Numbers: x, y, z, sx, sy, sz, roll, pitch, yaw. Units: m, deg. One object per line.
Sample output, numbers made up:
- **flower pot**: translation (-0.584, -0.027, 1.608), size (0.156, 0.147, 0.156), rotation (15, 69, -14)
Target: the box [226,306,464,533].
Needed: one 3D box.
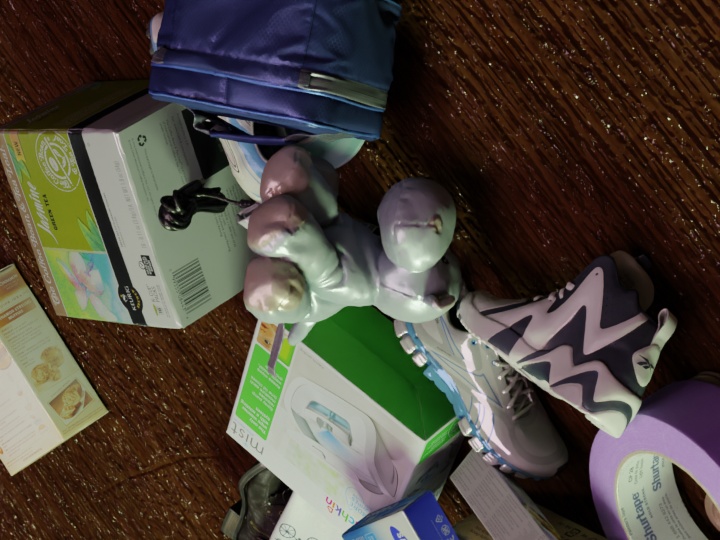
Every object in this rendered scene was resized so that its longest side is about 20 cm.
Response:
- **box**: translation (-0.009, 0.132, 1.657), size (0.200, 0.096, 0.177), rotation (38, 135, 19)

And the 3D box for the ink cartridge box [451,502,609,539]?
- **ink cartridge box**: translation (0.175, 0.297, 1.541), size (0.200, 0.075, 0.166), rotation (16, 130, 65)

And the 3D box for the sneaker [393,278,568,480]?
- **sneaker**: translation (0.113, 0.088, 1.524), size (0.200, 0.075, 0.087), rotation (50, 134, 8)

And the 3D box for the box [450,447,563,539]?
- **box**: translation (0.128, 0.209, 1.484), size (0.039, 0.042, 0.200), rotation (37, -175, -24)

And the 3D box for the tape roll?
- **tape roll**: translation (0.269, 0.190, 1.401), size (0.200, 0.065, 0.201), rotation (40, 144, 37)

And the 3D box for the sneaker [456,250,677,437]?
- **sneaker**: translation (0.171, 0.032, 1.417), size (0.079, 0.130, 0.199), rotation (38, 178, -35)

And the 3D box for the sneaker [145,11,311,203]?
- **sneaker**: translation (-0.113, -0.151, 1.565), size (0.072, 0.072, 0.201), rotation (-41, 81, 28)

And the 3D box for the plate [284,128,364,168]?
- **plate**: translation (-0.071, -0.176, 1.570), size (0.199, 0.026, 0.202), rotation (26, 131, 33)

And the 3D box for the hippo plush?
- **hippo plush**: translation (0.000, 0.000, 1.448), size (0.159, 0.159, 0.202), rotation (5, 109, 12)

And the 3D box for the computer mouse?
- **computer mouse**: translation (-0.074, -0.035, 1.576), size (0.198, 0.110, 0.044), rotation (15, 102, 7)

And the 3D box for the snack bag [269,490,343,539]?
- **snack bag**: translation (-0.001, 0.305, 1.764), size (0.199, 0.021, 0.189), rotation (31, 129, 5)

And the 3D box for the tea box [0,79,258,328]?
- **tea box**: translation (-0.217, -0.066, 1.704), size (0.196, 0.133, 0.201), rotation (4, 118, 45)

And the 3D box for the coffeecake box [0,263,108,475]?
- **coffeecake box**: translation (-0.399, 0.116, 2.054), size (0.153, 0.073, 0.201), rotation (-32, 91, 50)

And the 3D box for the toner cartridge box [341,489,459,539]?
- **toner cartridge box**: translation (0.070, 0.299, 1.575), size (0.095, 0.043, 0.201), rotation (-30, 90, 47)

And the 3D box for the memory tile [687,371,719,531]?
- **memory tile**: translation (0.331, 0.173, 1.400), size (0.153, 0.017, 0.201), rotation (4, 118, 44)

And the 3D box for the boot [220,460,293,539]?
- **boot**: translation (-0.048, 0.268, 1.818), size (0.174, 0.069, 0.201), rotation (39, 141, 12)

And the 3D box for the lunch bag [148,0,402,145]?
- **lunch bag**: translation (-0.077, -0.168, 1.444), size (0.199, 0.136, 0.134), rotation (11, 91, 29)
